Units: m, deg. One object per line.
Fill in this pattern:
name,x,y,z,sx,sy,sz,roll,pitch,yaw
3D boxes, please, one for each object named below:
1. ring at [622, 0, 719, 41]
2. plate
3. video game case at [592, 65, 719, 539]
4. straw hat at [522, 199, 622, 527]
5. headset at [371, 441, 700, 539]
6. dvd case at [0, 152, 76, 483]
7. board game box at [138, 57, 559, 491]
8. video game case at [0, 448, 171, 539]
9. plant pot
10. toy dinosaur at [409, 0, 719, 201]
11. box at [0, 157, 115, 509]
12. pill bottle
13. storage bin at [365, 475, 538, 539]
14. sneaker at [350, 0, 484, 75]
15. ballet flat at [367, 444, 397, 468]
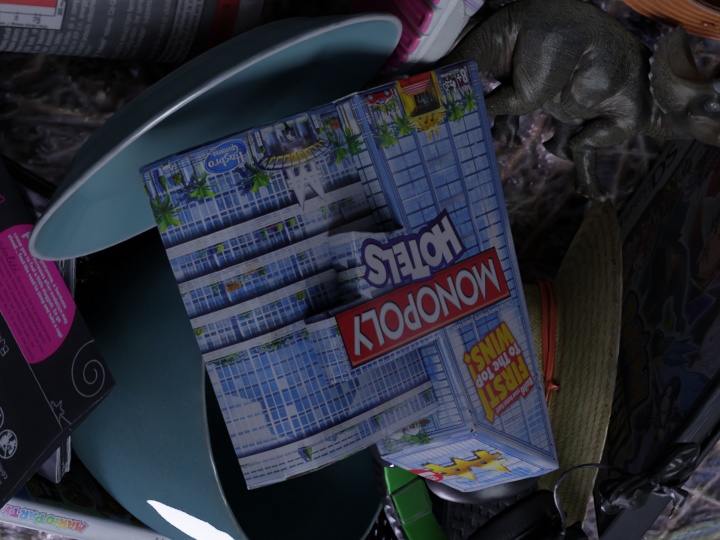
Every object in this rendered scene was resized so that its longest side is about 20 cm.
ring,0.221,-0.145,1.088,0.199,0.019,0.200,5,168,1
plate,-0.070,-0.068,1.018,0.200,0.026,0.200,-31,172,-5
video game case,0.169,0.017,1.183,0.025,0.200,0.181,19,129,-16
straw hat,0.081,0.055,1.214,0.085,0.202,0.202,7,134,-4
headset,0.084,0.112,1.140,0.094,0.124,0.200,-26,-172,-30
dvd case,-0.207,0.006,1.134,0.016,0.148,0.201,-43,154,-39
board game box,0.012,0.019,1.028,0.062,0.201,0.200,-18,-177,38
video game case,-0.197,0.099,1.214,0.199,0.143,0.018,18,105,-29
plant pot,-0.082,0.061,1.190,0.134,0.201,0.200,-2,144,31
toy dinosaur,0.105,-0.102,1.150,0.199,0.077,0.103,22,112,-12
box,-0.229,0.013,1.037,0.114,0.132,0.201,2,128,40
pill bottle,-0.146,-0.154,0.984,0.199,0.116,0.116,2,134,-17
storage bin,0.033,0.180,1.296,0.094,0.201,0.135,28,146,-37
sneaker,0.067,-0.168,1.047,0.088,0.082,0.200,2,139,-37
ballet flat,0.000,0.000,1.131,0.073,0.201,0.073,2,159,1
